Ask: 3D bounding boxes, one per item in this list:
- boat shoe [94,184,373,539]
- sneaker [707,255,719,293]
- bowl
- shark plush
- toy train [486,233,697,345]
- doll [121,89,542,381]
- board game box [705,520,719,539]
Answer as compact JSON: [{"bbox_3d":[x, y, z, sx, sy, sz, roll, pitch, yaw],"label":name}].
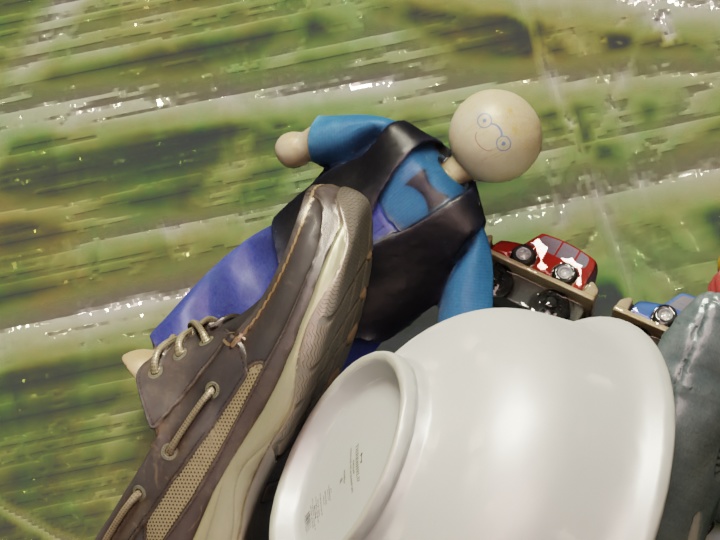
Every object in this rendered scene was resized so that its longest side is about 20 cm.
[{"bbox_3d":[-0.057,0.053,1.192,0.073,0.074,0.200,23,90,8],"label":"boat shoe"},{"bbox_3d":[0.235,-0.043,1.248,0.200,0.082,0.078,-40,68,-24],"label":"sneaker"},{"bbox_3d":[0.027,0.092,1.142,0.090,0.201,0.201,27,68,-21],"label":"bowl"},{"bbox_3d":[0.092,0.101,1.164,0.091,0.083,0.200,38,74,19],"label":"shark plush"},{"bbox_3d":[0.079,0.008,1.274,0.200,0.034,0.046,25,60,15],"label":"toy train"},{"bbox_3d":[0.000,0.000,1.247,0.200,0.048,0.136,-43,76,5],"label":"doll"},{"bbox_3d":[0.151,0.152,1.203,0.200,0.035,0.126,37,74,18],"label":"board game box"}]
